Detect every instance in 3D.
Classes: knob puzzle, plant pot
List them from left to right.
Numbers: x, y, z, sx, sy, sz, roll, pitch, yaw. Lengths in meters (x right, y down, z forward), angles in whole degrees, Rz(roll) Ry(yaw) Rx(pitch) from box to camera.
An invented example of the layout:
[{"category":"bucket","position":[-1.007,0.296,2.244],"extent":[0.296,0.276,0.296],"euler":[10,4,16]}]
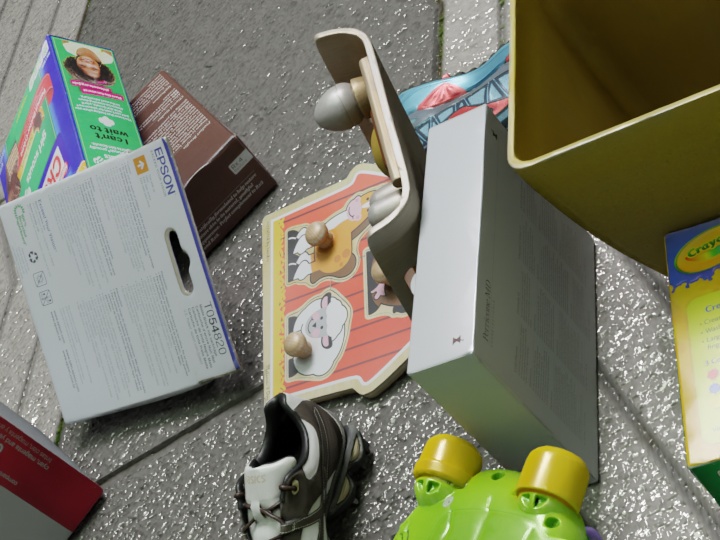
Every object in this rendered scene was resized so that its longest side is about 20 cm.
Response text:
[{"category":"knob puzzle","position":[0.000,0.000,1.023],"extent":[0.218,0.030,0.222],"euler":[-19,56,30]},{"category":"plant pot","position":[0.220,-0.110,0.840],"extent":[0.198,0.177,0.202],"euler":[-20,43,27]}]

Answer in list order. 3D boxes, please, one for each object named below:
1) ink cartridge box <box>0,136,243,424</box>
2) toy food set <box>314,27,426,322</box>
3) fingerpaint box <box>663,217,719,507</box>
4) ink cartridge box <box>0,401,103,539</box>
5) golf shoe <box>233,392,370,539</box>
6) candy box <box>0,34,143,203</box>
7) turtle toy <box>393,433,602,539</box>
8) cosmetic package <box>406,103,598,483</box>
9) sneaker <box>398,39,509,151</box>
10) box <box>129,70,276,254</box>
[{"category":"ink cartridge box","position":[-0.194,0.010,1.117],"extent":[0.198,0.202,0.040],"euler":[-17,0,31]},{"category":"toy food set","position":[0.017,-0.055,0.933],"extent":[0.060,0.144,0.202],"euler":[-21,49,10]},{"category":"fingerpaint box","position":[0.278,0.031,0.739],"extent":[0.198,0.073,0.168],"euler":[-21,44,27]},{"category":"ink cartridge box","position":[-0.344,0.200,1.091],"extent":[0.201,0.145,0.145],"euler":[-53,39,-11]},{"category":"golf shoe","position":[-0.056,0.176,0.893],"extent":[0.077,0.095,0.202],"euler":[-16,47,30]},{"category":"candy box","position":[-0.272,-0.090,1.267],"extent":[0.170,0.076,0.201],"euler":[-59,41,33]},{"category":"turtle toy","position":[0.093,0.180,0.746],"extent":[0.198,0.101,0.147],"euler":[1,56,42]},{"category":"cosmetic package","position":[0.095,0.018,0.855],"extent":[0.051,0.151,0.202],"euler":[-19,43,28]},{"category":"sneaker","position":[0.110,-0.111,1.041],"extent":[0.199,0.079,0.097],"euler":[-21,56,37]},{"category":"box","position":[-0.169,-0.106,1.278],"extent":[0.100,0.075,0.200],"euler":[-44,36,-1]}]
